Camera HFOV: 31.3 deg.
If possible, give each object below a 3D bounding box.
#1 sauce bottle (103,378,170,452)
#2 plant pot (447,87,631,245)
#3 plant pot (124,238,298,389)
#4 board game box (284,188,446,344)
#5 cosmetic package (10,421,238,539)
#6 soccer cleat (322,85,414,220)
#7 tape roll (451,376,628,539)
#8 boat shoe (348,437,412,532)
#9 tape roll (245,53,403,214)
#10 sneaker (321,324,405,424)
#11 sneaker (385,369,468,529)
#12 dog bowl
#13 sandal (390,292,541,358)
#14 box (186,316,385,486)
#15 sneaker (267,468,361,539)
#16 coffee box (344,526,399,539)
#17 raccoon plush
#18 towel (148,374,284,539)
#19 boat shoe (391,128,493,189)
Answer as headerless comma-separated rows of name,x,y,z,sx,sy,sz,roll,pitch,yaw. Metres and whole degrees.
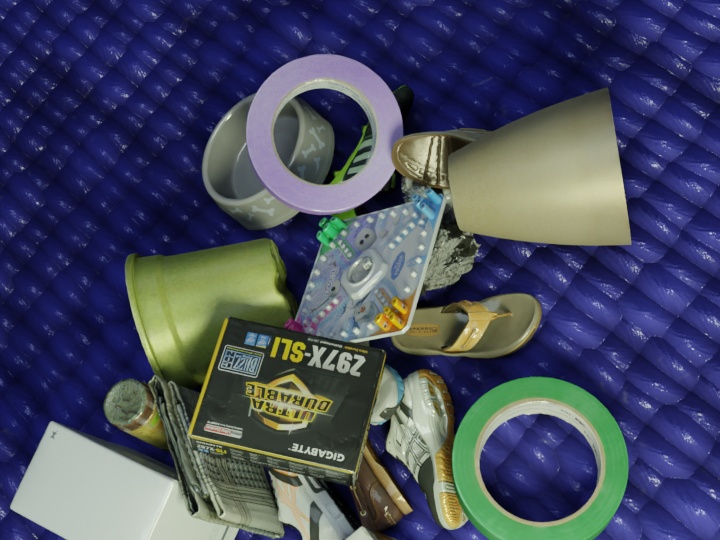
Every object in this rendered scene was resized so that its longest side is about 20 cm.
sauce bottle,-0.246,0.191,1.613,0.064,0.200,0.065,-8,67,20
plant pot,0.210,-0.110,1.533,0.199,0.187,0.188,-8,68,11
plant pot,-0.181,0.047,1.662,0.184,0.200,0.201,-18,65,3
board game box,0.000,0.000,1.571,0.200,0.026,0.200,-13,48,40
cosmetic package,-0.283,0.294,1.591,0.199,0.200,0.123,20,79,28
soccer cleat,0.025,-0.151,1.714,0.081,0.068,0.200,33,92,19
tape roll,0.205,0.224,1.474,0.200,0.048,0.201,-2,67,4
boat shoe,-0.014,0.230,1.578,0.070,0.070,0.200,-34,62,3
tape roll,-0.047,-0.173,1.646,0.199,0.066,0.201,0,88,-5
sneaker,-0.018,0.111,1.587,0.075,0.087,0.200,-45,43,8
sneaker,0.077,0.224,1.553,0.088,0.076,0.201,-27,57,26
dog bowl,-0.133,-0.157,1.753,0.200,0.059,0.201,-17,57,28
sandal,0.125,0.067,1.592,0.199,0.054,0.081,-5,68,21
box,-0.083,0.151,1.499,0.199,0.049,0.160,12,60,7
sneaker,-0.086,0.267,1.594,0.080,0.074,0.200,-41,61,6
coffee box,0.040,0.365,1.432,0.080,0.200,0.114,-40,61,5
raccoon plush,0.053,-0.038,1.626,0.200,0.097,0.134,-32,55,-9
towel,-0.170,0.227,1.569,0.034,0.200,0.193,-31,62,16
boat shoe,0.136,-0.147,1.627,0.199,0.065,0.072,0,112,-5
